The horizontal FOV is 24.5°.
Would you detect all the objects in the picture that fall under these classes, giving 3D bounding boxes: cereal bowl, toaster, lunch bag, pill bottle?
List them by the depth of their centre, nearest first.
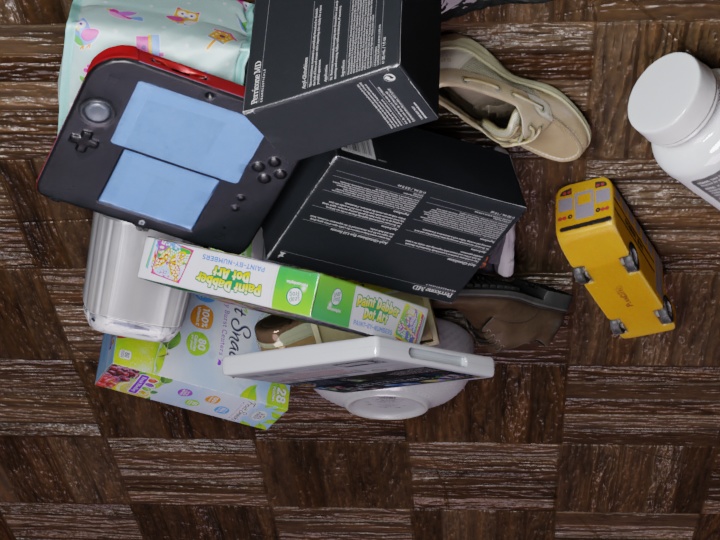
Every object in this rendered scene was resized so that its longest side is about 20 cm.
[{"bbox_3d":[-0.186,-0.148,1.484,0.170,0.122,0.200,7,127,-7],"label":"lunch bag"},{"bbox_3d":[0.339,-0.117,1.521,0.200,0.111,0.111,30,138,-34],"label":"pill bottle"},{"bbox_3d":[-0.215,-0.010,1.640,0.113,0.200,0.129,10,101,-11],"label":"toaster"},{"bbox_3d":[0.030,0.119,1.894,0.200,0.083,0.200,2,159,1],"label":"cereal bowl"}]

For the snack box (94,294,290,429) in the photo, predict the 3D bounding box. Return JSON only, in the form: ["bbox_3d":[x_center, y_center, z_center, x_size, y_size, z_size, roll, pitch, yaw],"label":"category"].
[{"bbox_3d":[-0.171,0.063,1.782,0.200,0.169,0.068,17,148,-21],"label":"snack box"}]

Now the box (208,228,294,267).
[{"bbox_3d":[-0.052,-0.058,1.662,0.200,0.036,0.145,4,121,-5],"label":"box"}]

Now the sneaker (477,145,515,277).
[{"bbox_3d":[0.099,-0.052,1.669,0.112,0.078,0.200,-1,146,4],"label":"sneaker"}]

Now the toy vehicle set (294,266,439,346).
[{"bbox_3d":[0.000,0.000,1.662,0.124,0.027,0.200,-11,122,5],"label":"toy vehicle set"}]

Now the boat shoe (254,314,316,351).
[{"bbox_3d":[-0.017,0.060,1.783,0.200,0.072,0.076,-20,109,-18],"label":"boat shoe"}]

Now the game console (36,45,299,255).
[{"bbox_3d":[-0.160,-0.099,1.429,0.200,0.031,0.177,18,127,-19],"label":"game console"}]

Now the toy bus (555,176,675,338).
[{"bbox_3d":[0.267,-0.007,1.720,0.065,0.078,0.200,-15,142,23],"label":"toy bus"}]

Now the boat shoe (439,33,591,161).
[{"bbox_3d":[0.137,-0.144,1.537,0.200,0.065,0.072,30,137,-33],"label":"boat shoe"}]

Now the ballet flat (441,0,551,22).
[{"bbox_3d":[0.113,-0.255,1.404,0.200,0.057,0.067,-12,119,13],"label":"ballet flat"}]

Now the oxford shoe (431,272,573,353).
[{"bbox_3d":[0.140,0.048,1.761,0.200,0.085,0.073,12,-172,-34],"label":"oxford shoe"}]

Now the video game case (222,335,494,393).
[{"bbox_3d":[-0.002,0.093,1.615,0.200,0.023,0.182,-10,164,40],"label":"video game case"}]

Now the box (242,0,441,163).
[{"bbox_3d":[-0.011,-0.202,1.342,0.141,0.200,0.079,-12,144,23],"label":"box"}]

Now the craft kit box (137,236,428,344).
[{"bbox_3d":[-0.069,0.021,1.537,0.197,0.049,0.200,8,174,32],"label":"craft kit box"}]

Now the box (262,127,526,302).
[{"bbox_3d":[0.028,-0.059,1.525,0.200,0.079,0.141,14,131,-26],"label":"box"}]
